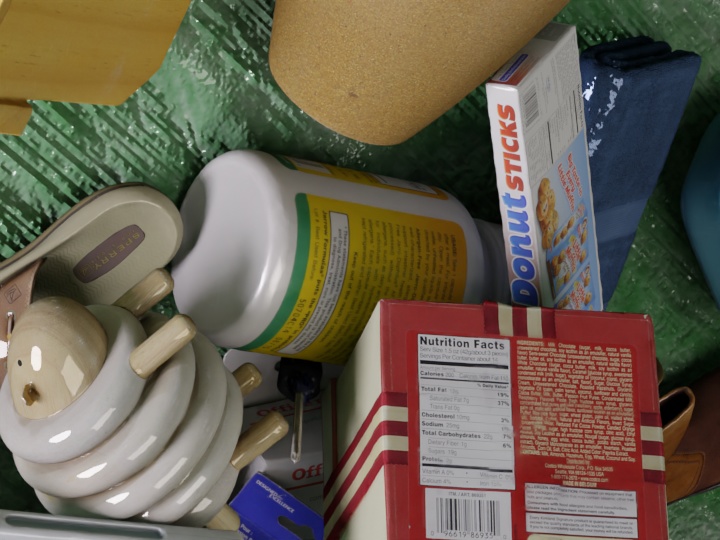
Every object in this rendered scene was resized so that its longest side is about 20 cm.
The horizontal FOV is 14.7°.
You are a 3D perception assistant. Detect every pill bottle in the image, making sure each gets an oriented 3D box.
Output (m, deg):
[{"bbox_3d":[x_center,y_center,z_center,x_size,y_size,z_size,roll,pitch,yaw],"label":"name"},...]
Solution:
[{"bbox_3d":[0.000,0.000,1.607,0.199,0.113,0.113,9,112,-36],"label":"pill bottle"}]

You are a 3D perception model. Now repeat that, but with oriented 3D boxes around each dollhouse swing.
[{"bbox_3d":[-0.181,-0.192,1.423,0.201,0.181,0.176,-64,171,15],"label":"dollhouse swing"}]

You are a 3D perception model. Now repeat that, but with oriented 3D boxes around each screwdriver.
[{"bbox_3d":[-0.031,0.076,1.565,0.029,0.200,0.028,8,104,-7],"label":"screwdriver"}]

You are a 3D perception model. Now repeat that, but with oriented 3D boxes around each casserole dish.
[{"bbox_3d":[0.251,-0.019,1.767,0.201,0.039,0.121,61,41,-36],"label":"casserole dish"}]

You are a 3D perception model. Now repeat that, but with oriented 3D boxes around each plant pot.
[{"bbox_3d":[0.034,-0.174,1.501,0.186,0.187,0.200,9,128,-35],"label":"plant pot"}]

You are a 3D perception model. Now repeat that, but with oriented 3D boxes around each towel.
[{"bbox_3d":[0.134,-0.046,1.688,0.111,0.048,0.201,-15,131,-53],"label":"towel"}]

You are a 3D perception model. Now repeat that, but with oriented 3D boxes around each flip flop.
[{"bbox_3d":[-0.176,0.033,1.548,0.200,0.058,0.081,-39,131,3],"label":"flip flop"}]

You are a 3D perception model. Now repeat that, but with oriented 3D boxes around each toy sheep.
[{"bbox_3d":[-0.120,0.084,1.501,0.138,0.138,0.200,-42,124,-3],"label":"toy sheep"}]

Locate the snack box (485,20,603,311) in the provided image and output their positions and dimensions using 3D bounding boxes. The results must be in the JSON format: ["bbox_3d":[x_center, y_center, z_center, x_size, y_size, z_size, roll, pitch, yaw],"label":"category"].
[{"bbox_3d":[0.107,-0.039,1.588,0.072,0.024,0.201,-49,141,-42],"label":"snack box"}]

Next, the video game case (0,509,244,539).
[{"bbox_3d":[-0.174,0.212,1.491,0.181,0.023,0.201,8,123,-22],"label":"video game case"}]

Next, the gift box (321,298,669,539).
[{"bbox_3d":[0.062,0.138,1.548,0.183,0.201,0.187,8,157,-9],"label":"gift box"}]

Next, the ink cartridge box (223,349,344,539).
[{"bbox_3d":[-0.026,0.139,1.703,0.115,0.068,0.201,-12,122,-26],"label":"ink cartridge box"}]

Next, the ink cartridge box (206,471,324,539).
[{"bbox_3d":[-0.081,0.216,1.670,0.094,0.037,0.200,36,117,-7],"label":"ink cartridge box"}]

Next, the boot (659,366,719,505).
[{"bbox_3d":[0.196,0.096,1.762,0.187,0.069,0.200,-27,162,-2],"label":"boot"}]

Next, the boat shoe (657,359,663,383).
[{"bbox_3d":[0.110,0.085,1.748,0.199,0.074,0.067,-14,147,-43],"label":"boat shoe"}]
